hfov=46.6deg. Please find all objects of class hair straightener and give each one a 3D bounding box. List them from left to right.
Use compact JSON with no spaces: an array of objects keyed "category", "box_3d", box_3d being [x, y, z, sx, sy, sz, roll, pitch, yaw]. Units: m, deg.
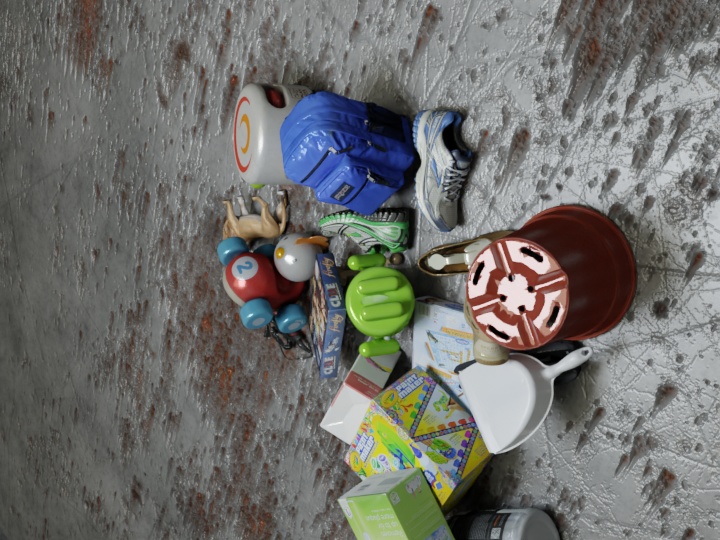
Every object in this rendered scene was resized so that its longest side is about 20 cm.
[{"category":"hair straightener","box_3d":[-0.170,0.118,1.744,0.200,0.041,0.077,46,128,23]}]

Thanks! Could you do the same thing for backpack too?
[{"category":"backpack","box_3d":[-0.027,-0.196,1.379,0.163,0.199,0.169,-45,39,38]}]

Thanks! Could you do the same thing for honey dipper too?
[{"category":"honey dipper","box_3d":[0.000,0.000,1.542,0.199,0.038,0.038,-15,89,44]}]

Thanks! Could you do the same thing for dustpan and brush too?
[{"category":"dustpan and brush","box_3d":[0.249,0.163,1.214,0.200,0.057,0.140,-41,58,35]}]

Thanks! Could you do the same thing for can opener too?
[{"category":"can opener","box_3d":[0.238,0.145,1.280,0.199,0.079,0.064,-9,95,25]}]

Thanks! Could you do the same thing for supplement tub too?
[{"category":"supplement tub","box_3d":[0.216,0.455,1.367,0.199,0.122,0.123,-19,86,45]}]

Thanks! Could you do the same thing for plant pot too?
[{"category":"plant pot","box_3d":[0.254,0.017,1.156,0.200,0.195,0.203,6,101,34]}]

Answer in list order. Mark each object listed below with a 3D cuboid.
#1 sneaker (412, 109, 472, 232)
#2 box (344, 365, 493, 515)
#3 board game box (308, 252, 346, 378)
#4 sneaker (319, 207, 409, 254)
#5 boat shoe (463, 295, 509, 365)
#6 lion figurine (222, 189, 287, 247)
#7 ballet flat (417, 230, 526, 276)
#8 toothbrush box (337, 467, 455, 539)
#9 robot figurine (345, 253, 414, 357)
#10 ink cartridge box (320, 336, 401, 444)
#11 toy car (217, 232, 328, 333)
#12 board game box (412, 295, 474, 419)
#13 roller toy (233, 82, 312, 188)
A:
[{"category":"sneaker","box_3d":[0.137,-0.162,1.342,0.085,0.077,0.202,-3,97,41]},{"category":"box","box_3d":[0.098,0.308,1.411,0.193,0.122,0.201,43,140,21]},{"category":"board game box","box_3d":[-0.063,0.086,1.544,0.201,0.034,0.136,99,161,-46]},{"category":"sneaker","box_3d":[0.002,-0.067,1.494,0.199,0.078,0.086,5,104,44]},{"category":"boat shoe","box_3d":[0.196,0.063,1.269,0.071,0.200,0.065,-4,119,2]},{"category":"lion figurine","box_3d":[-0.214,-0.093,1.712,0.199,0.072,0.123,-2,105,41]},{"category":"ballet flat","box_3d":[0.170,-0.022,1.340,0.199,0.072,0.068,-6,94,45]},{"category":"toothbrush box","box_3d":[0.072,0.432,1.346,0.145,0.086,0.201,-26,92,53]},{"category":"robot figurine","box_3d":[0.034,0.056,1.427,0.200,0.115,0.177,78,-178,-83]},{"category":"ink cartridge box","box_3d":[0.009,0.199,1.497,0.067,0.200,0.117,30,124,3]},{"category":"toy car","box_3d":[-0.149,-0.014,1.608,0.200,0.176,0.185,-43,56,28]},{"category":"board game box","box_3d":[0.173,0.161,1.400,0.199,0.041,0.201,16,110,43]},{"category":"roller toy","box_3d":[-0.148,-0.251,1.539,0.200,0.139,0.184,175,93,-67]}]
